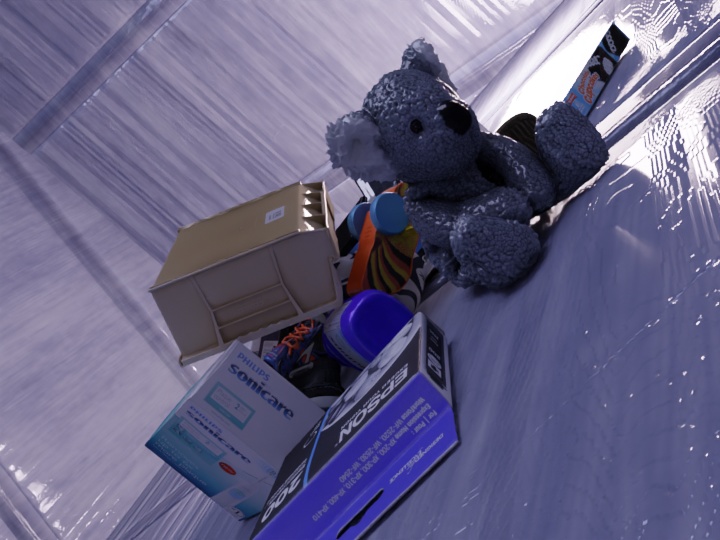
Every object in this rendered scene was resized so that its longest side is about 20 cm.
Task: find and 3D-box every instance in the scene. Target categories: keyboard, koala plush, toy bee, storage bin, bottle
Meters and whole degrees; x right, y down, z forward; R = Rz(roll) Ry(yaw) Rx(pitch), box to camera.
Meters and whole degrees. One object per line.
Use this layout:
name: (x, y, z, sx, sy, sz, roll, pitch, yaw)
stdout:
keyboard: (-0.028, -0.016, 1.049, 0.200, 0.039, 0.104, 131, 157, -56)
koala plush: (0.076, -0.101, 0.673, 0.178, 0.200, 0.184, -51, 10, -17)
toy bee: (0.049, -0.059, 0.833, 0.131, 0.108, 0.201, 26, 102, 62)
storage bin: (-0.118, -0.010, 0.837, 0.198, 0.094, 0.200, -20, 21, 4)
bottle: (0.001, 0.070, 0.798, 0.065, 0.083, 0.200, -52, 6, -16)

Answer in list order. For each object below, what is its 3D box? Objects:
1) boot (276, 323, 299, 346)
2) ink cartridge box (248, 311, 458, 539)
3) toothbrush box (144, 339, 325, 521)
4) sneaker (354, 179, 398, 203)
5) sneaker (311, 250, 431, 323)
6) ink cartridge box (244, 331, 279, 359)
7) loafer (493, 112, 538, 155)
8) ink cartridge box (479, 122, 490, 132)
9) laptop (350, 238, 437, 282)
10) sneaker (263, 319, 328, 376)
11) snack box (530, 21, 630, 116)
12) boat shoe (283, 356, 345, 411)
boot: (-0.088, 0.094, 1.059, 0.076, 0.073, 0.201, -84, -4, -71)
ink cartridge box: (-0.006, 0.141, 0.577, 0.198, 0.043, 0.200, -48, 6, 13)
toothbrush box: (-0.131, 0.179, 0.793, 0.200, 0.146, 0.085, -41, 10, 52)
sneaker: (0.069, -0.135, 1.020, 0.146, 0.077, 0.203, -42, 41, 20)
sneaker: (0.000, 0.000, 0.934, 0.198, 0.080, 0.130, 0, 36, 35)
ink cartridge box: (-0.145, 0.133, 1.160, 0.145, 0.084, 0.201, 142, 140, -71)
loafer: (0.144, -0.097, 0.829, 0.200, 0.076, 0.067, -51, 12, -19)
ink cartridge box: (0.163, -0.167, 1.221, 0.200, 0.067, 0.117, -44, 8, 49)
laptop: (0.077, -0.077, 1.038, 0.188, 0.116, 0.200, -52, 5, -15)
sneaker: (-0.083, 0.114, 0.961, 0.075, 0.078, 0.201, 6, 72, 59)
snack box: (0.260, -0.218, 0.928, 0.200, 0.037, 0.116, -54, 6, -35)
boat shoe: (-0.076, 0.151, 0.860, 0.200, 0.075, 0.061, -30, 55, 49)
